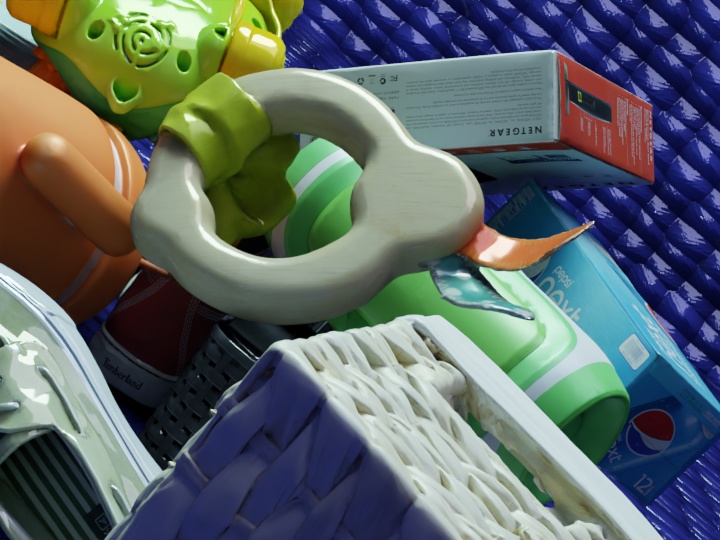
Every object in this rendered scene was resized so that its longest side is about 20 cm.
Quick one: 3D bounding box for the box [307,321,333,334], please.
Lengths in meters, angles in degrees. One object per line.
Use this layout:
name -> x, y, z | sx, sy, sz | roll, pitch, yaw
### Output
box -> 0.018, 0.057, 1.145 | 0.107, 0.148, 0.200 | 45, 10, -2

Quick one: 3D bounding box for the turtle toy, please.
turtle toy -> -0.109, -0.130, 1.043 | 0.144, 0.102, 0.201 | 19, 34, -6

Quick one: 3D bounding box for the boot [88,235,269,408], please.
boot -> -0.077, -0.011, 1.095 | 0.072, 0.145, 0.200 | 34, 9, -2

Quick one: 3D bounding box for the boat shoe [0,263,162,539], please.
boat shoe -> -0.133, 0.065, 0.798 | 0.200, 0.072, 0.062 | 47, 9, 10

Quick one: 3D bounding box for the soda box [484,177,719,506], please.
soda box -> 0.120, 0.033, 1.051 | 0.068, 0.064, 0.200 | 40, 13, -30

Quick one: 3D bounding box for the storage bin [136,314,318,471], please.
storage bin -> -0.029, 0.093, 0.920 | 0.135, 0.094, 0.200 | 36, 5, 0

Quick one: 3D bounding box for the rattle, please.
rattle -> 0.000, 0.000, 0.897 | 0.198, 0.144, 0.131 | 13, 43, 6

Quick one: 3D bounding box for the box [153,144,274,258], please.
box -> -0.087, -0.059, 1.211 | 0.202, 0.039, 0.137 | 65, -15, 3

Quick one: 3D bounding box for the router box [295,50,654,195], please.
router box -> 0.049, -0.077, 1.120 | 0.198, 0.049, 0.179 | -3, -6, 25

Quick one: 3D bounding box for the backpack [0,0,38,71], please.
backpack -> -0.225, -0.153, 1.150 | 0.177, 0.151, 0.200 | 38, 17, -10

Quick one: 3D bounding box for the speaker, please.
speaker -> 0.038, 0.021, 0.957 | 0.200, 0.089, 0.088 | 46, 11, 28

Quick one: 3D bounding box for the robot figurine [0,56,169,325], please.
robot figurine -> -0.177, -0.039, 0.929 | 0.199, 0.143, 0.118 | 30, 38, -49

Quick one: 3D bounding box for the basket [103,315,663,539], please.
basket -> -0.017, 0.126, 0.639 | 0.136, 0.200, 0.123 | 46, 16, 22
